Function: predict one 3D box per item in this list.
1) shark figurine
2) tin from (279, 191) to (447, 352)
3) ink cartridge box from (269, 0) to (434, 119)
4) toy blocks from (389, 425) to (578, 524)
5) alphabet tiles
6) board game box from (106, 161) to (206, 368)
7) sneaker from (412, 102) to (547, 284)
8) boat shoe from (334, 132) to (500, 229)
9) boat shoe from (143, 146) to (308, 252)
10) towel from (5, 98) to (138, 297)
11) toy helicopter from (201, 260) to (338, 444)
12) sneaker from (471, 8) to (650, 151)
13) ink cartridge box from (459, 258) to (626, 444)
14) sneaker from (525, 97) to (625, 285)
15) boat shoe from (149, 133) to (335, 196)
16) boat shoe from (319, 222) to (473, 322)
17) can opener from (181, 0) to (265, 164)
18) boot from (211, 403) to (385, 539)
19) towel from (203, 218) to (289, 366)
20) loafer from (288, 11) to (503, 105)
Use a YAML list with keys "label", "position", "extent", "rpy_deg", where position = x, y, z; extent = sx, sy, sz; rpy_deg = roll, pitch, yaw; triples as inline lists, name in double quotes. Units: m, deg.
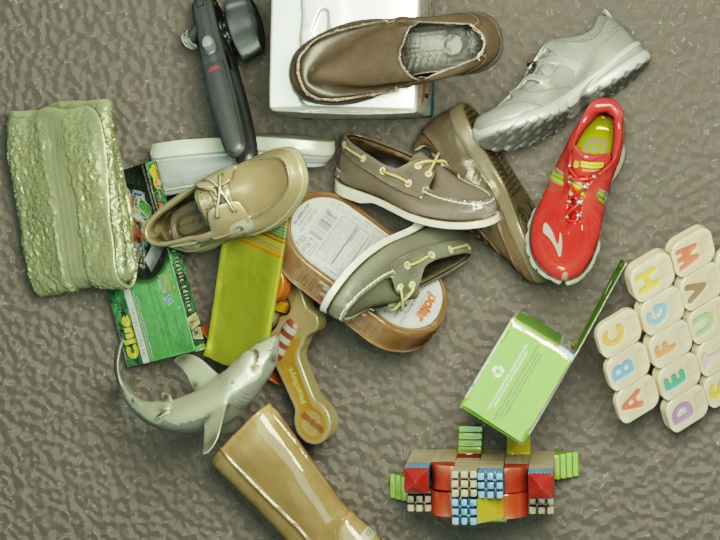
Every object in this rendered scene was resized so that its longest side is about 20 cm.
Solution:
- label: "shark figurine"
  position: [-0.171, 0.140, 1.679]
  extent: [0.212, 0.089, 0.130]
  rpy_deg: [-6, 61, 30]
- label: "tin"
  position: [0.000, 0.000, 1.682]
  extent: [0.199, 0.042, 0.112]
  rpy_deg: [37, 53, -2]
- label: "ink cartridge box"
  position: [-0.004, -0.224, 1.625]
  extent: [0.143, 0.200, 0.149]
  rpy_deg: [1, 94, 7]
- label: "toy blocks"
  position: [0.120, 0.217, 1.670]
  extent: [0.197, 0.137, 0.101]
  rpy_deg: [0, 94, 8]
- label: "alphabet tiles"
  position: [0.323, 0.059, 1.636]
  extent: [0.194, 0.015, 0.202]
  rpy_deg: [-28, 120, -15]
- label: "board game box"
  position: [-0.229, -0.005, 1.737]
  extent: [0.104, 0.023, 0.203]
  rpy_deg: [-13, 93, 34]
- label: "sneaker"
  position: [0.126, -0.069, 1.696]
  extent: [0.075, 0.070, 0.202]
  rpy_deg: [-28, 85, 26]
- label: "boat shoe"
  position: [0.054, -0.090, 1.655]
  extent: [0.199, 0.071, 0.060]
  rpy_deg: [19, 117, 38]
- label: "boat shoe"
  position: [-0.133, -0.065, 1.629]
  extent: [0.199, 0.065, 0.073]
  rpy_deg: [-22, 79, 39]
- label: "towel"
  position: [-0.305, -0.075, 1.732]
  extent: [0.147, 0.036, 0.203]
  rpy_deg: [-5, 95, 32]
- label: "toy helicopter"
  position: [-0.084, 0.088, 1.715]
  extent: [0.131, 0.079, 0.202]
  rpy_deg: [-28, 79, 28]
- label: "sneaker"
  position: [0.190, -0.188, 1.665]
  extent: [0.199, 0.075, 0.082]
  rpy_deg: [-30, 76, -13]
- label: "ink cartridge box"
  position: [0.184, 0.061, 1.647]
  extent: [0.075, 0.148, 0.202]
  rpy_deg: [29, 95, 6]
- label: "sneaker"
  position: [0.213, -0.084, 1.630]
  extent: [0.076, 0.085, 0.202]
  rpy_deg: [15, 66, 8]
- label: "boat shoe"
  position: [-0.121, -0.104, 1.719]
  extent: [0.198, 0.070, 0.073]
  rpy_deg: [-2, 98, 13]
- label: "boat shoe"
  position: [0.039, 0.002, 1.631]
  extent: [0.060, 0.201, 0.072]
  rpy_deg: [45, 135, 12]
- label: "can opener"
  position: [-0.137, -0.197, 1.681]
  extent: [0.078, 0.063, 0.202]
  rpy_deg: [-22, 58, 24]
- label: "boot"
  position: [-0.081, 0.263, 1.725]
  extent: [0.200, 0.066, 0.175]
  rpy_deg: [46, 113, 4]
- label: "towel"
  position: [-0.114, 0.002, 1.670]
  extent: [0.086, 0.018, 0.203]
  rpy_deg: [20, 106, 41]
- label: "loafer"
  position: [0.029, -0.198, 1.488]
  extent: [0.197, 0.071, 0.074]
  rpy_deg: [-13, 93, 6]
